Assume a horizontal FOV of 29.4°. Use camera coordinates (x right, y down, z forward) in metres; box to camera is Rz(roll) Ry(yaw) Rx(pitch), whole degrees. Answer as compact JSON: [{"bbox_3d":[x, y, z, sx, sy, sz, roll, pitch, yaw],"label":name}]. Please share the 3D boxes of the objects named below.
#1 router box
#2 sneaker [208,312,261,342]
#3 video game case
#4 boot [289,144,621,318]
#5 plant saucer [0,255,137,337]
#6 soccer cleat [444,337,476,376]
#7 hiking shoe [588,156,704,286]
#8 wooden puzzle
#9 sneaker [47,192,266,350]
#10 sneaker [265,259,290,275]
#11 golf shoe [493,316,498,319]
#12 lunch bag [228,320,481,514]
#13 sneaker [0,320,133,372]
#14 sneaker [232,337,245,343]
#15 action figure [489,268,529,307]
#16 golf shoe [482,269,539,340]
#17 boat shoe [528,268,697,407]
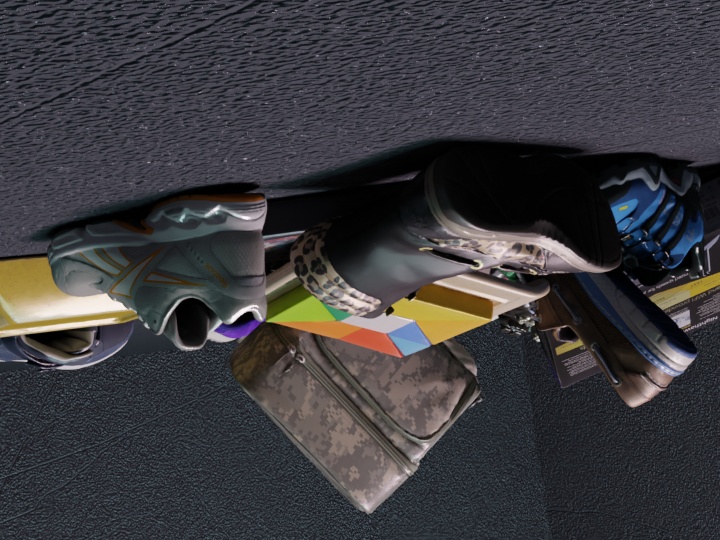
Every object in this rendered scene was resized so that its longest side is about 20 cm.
[{"bbox_3d":[0.243,0.010,1.177,0.199,0.053,0.158,-24,147,2],"label":"router box"},{"bbox_3d":[-0.115,0.028,1.331,0.099,0.070,0.200,-13,175,22],"label":"sneaker"},{"bbox_3d":[-0.020,-0.033,1.014,0.198,0.026,0.181,-8,175,-6],"label":"video game case"},{"bbox_3d":[0.065,-0.018,0.894,0.150,0.074,0.199,-23,161,37],"label":"boot"},{"bbox_3d":[-0.242,0.021,1.138,0.198,0.049,0.200,-5,175,-29],"label":"plant saucer"},{"bbox_3d":[0.030,0.054,1.349,0.069,0.199,0.078,-59,178,-43],"label":"soccer cleat"},{"bbox_3d":[0.206,-0.033,1.012,0.074,0.087,0.199,-21,170,40],"label":"hiking shoe"},{"bbox_3d":[0.016,0.027,1.052,0.198,0.038,0.185,11,160,-27],"label":"wooden puzzle"},{"bbox_3d":[-0.136,0.009,0.892,0.075,0.093,0.199,-3,174,-45],"label":"sneaker"},{"bbox_3d":[0.000,0.000,1.180,0.199,0.072,0.098,-4,-174,20],"label":"sneaker"},{"bbox_3d":[0.057,0.016,1.416,0.198,0.089,0.077,-6,177,-11],"label":"golf shoe"},{"bbox_3d":[-0.005,0.095,1.272,0.168,0.200,0.139,-43,-171,-4],"label":"lunch bag"},{"bbox_3d":[-0.275,0.057,1.346,0.145,0.078,0.201,-9,176,42],"label":"sneaker"},{"bbox_3d":[-0.087,0.043,1.537,0.198,0.077,0.114,-5,-176,27],"label":"sneaker"},{"bbox_3d":[0.131,-0.012,1.216,0.055,0.118,0.200,-50,163,0],"label":"action figure"},{"bbox_3d":[0.124,0.004,1.370,0.198,0.089,0.077,19,160,-18],"label":"golf shoe"},{"bbox_3d":[0.166,0.021,1.052,0.072,0.200,0.073,18,117,-48],"label":"boat shoe"}]
